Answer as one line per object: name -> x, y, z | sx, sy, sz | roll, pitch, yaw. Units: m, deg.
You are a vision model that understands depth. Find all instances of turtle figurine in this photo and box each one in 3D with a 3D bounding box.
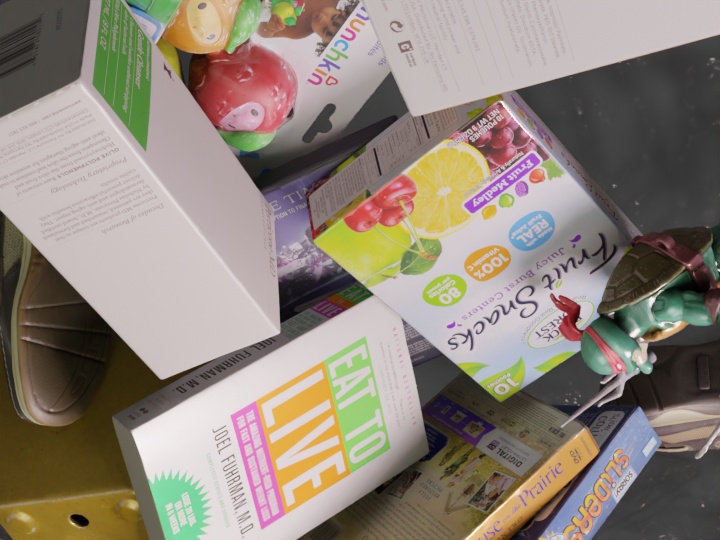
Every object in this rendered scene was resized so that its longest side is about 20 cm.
turtle figurine -> 0.194, 0.018, 0.680 | 0.200, 0.150, 0.101 | -41, 108, -6

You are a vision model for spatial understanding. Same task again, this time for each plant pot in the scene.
plant pot -> -0.156, 0.121, 0.833 | 0.193, 0.201, 0.195 | -9, 128, 18

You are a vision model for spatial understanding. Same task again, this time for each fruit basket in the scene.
fruit basket -> -0.093, -0.121, 0.689 | 0.199, 0.094, 0.185 | 29, 129, -19

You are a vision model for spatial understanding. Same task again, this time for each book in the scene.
book -> -0.052, 0.103, 0.750 | 0.048, 0.199, 0.135 | 23, 133, 47

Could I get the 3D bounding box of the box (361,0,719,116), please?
box -> 0.106, -0.173, 0.588 | 0.198, 0.125, 0.098 | -12, 127, 20

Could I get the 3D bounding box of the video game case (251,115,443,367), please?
video game case -> 0.000, 0.000, 0.786 | 0.142, 0.019, 0.201 | -23, 131, 12

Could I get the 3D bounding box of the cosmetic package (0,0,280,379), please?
cosmetic package -> -0.125, -0.047, 0.635 | 0.084, 0.108, 0.200 | -22, 136, 14

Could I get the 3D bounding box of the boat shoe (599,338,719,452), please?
boat shoe -> 0.271, 0.088, 0.823 | 0.198, 0.075, 0.074 | -4, 140, 25

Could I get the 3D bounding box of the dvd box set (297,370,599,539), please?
dvd box set -> 0.047, 0.156, 0.797 | 0.200, 0.146, 0.030 | -40, 116, -14

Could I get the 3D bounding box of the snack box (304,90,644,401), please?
snack box -> 0.083, -0.018, 0.735 | 0.142, 0.053, 0.200 | -35, 127, 20

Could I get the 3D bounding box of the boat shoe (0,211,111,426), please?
boat shoe -> -0.210, 0.002, 0.769 | 0.066, 0.203, 0.071 | -14, 164, 38

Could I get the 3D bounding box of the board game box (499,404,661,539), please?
board game box -> 0.099, 0.171, 0.802 | 0.035, 0.200, 0.135 | 54, 151, -16
